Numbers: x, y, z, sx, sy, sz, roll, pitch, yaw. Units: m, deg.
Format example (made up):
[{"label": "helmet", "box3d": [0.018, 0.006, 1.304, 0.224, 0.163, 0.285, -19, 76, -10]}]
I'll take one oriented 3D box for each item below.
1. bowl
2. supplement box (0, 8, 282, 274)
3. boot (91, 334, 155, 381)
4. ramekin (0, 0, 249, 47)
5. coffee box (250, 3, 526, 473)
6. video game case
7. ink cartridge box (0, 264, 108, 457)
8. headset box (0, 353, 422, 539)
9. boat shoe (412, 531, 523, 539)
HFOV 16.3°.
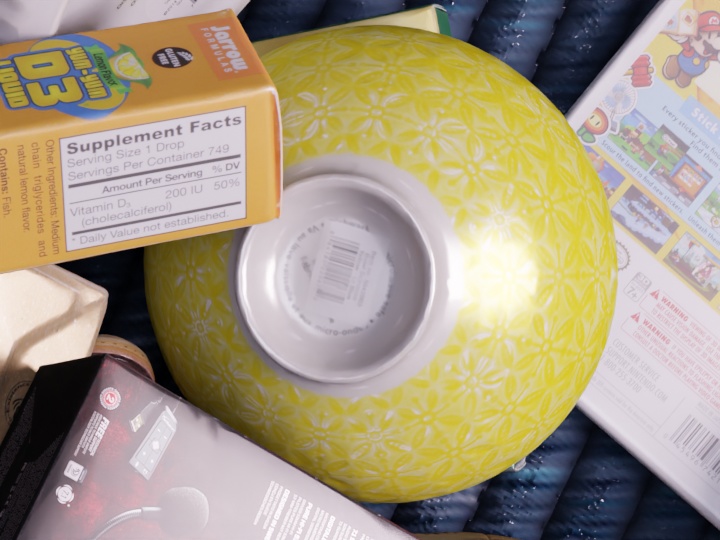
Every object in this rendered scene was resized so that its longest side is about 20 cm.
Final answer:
[{"label": "bowl", "box3d": [0.000, 0.000, 0.997, 0.199, 0.108, 0.202, 0, 93, 10]}, {"label": "supplement box", "box3d": [-0.131, -0.041, 0.913, 0.199, 0.067, 0.069, -10, 128, -18]}, {"label": "boot", "box3d": [-0.132, 0.142, 1.000, 0.072, 0.167, 0.200, 22, 119, -29]}, {"label": "ramekin", "box3d": [-0.103, -0.154, 0.991, 0.105, 0.200, 0.200, 42, 88, 14]}, {"label": "coffee box", "box3d": [-0.005, -0.005, 1.074, 0.122, 0.044, 0.202, -9, 91, 11]}, {"label": "video game case", "box3d": [0.163, -0.001, 1.107, 0.200, 0.023, 0.182, 40, 89, -2]}, {"label": "ink cartridge box", "box3d": [-0.199, 0.085, 0.993, 0.075, 0.164, 0.201, 26, 75, -38]}, {"label": "headset box", "box3d": [-0.057, 0.144, 0.931, 0.199, 0.075, 0.149, 33, 71, -21]}, {"label": "boat shoe", "box3d": [0.032, 0.156, 1.083, 0.199, 0.072, 0.066, 12, 121, -16]}]
